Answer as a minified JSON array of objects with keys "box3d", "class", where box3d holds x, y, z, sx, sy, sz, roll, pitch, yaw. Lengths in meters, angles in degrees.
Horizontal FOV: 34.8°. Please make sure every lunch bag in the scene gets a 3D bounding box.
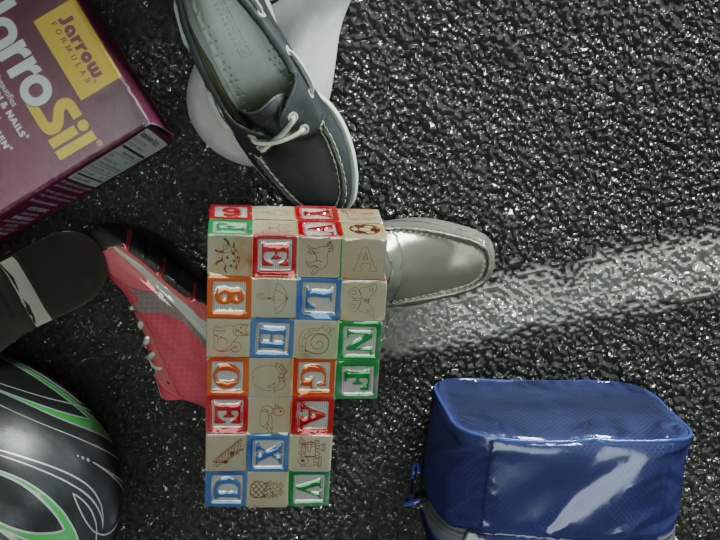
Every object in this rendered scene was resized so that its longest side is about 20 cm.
[{"box3d":[0.130,0.161,0.841,0.200,0.136,0.132,2,102,-4],"class":"lunch bag"}]

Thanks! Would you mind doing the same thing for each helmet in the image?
[{"box3d":[-0.260,0.153,0.790,0.191,0.200,0.200,34,99,1],"class":"helmet"}]

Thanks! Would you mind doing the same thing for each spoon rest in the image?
[{"box3d":[-0.045,-0.159,0.805,0.099,0.061,0.200,36,111,-9],"class":"spoon rest"}]

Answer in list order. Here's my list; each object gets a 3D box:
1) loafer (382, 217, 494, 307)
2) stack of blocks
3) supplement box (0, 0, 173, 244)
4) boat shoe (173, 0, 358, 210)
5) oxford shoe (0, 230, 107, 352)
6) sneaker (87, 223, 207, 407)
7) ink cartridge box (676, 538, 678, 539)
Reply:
[{"box3d":[0.000,0.000,0.829,0.200,0.070,0.070,-5,103,-3],"class":"loafer"},{"box3d":[-0.047,0.060,0.779,0.115,0.059,0.200,2,112,-6],"class":"stack of blocks"},{"box3d":[-0.246,-0.094,0.759,0.200,0.103,0.131,-32,91,-1],"class":"supplement box"},{"box3d":[-0.065,-0.114,0.760,0.076,0.060,0.200,-28,107,15],"class":"boat shoe"},{"box3d":[-0.264,0.033,0.750,0.200,0.071,0.071,-22,91,-41],"class":"oxford shoe"},{"box3d":[-0.131,0.051,0.831,0.200,0.074,0.087,42,98,-12],"class":"sneaker"},{"box3d":[0.232,0.295,0.914,0.200,0.067,0.117,-29,103,4],"class":"ink cartridge box"}]
